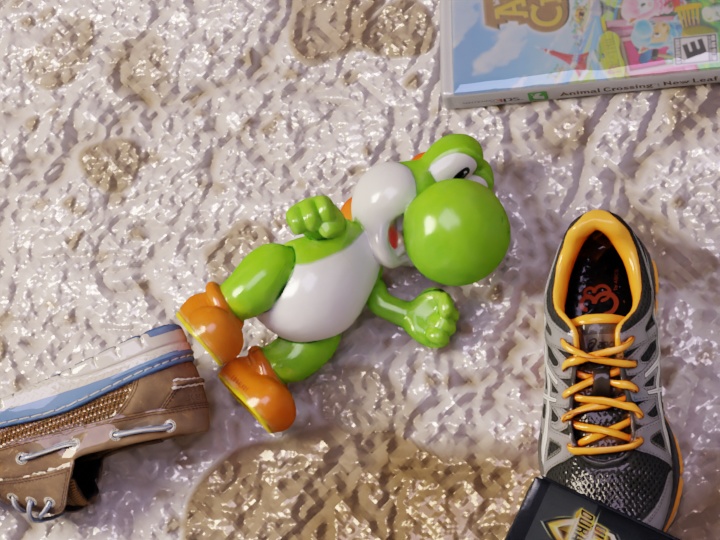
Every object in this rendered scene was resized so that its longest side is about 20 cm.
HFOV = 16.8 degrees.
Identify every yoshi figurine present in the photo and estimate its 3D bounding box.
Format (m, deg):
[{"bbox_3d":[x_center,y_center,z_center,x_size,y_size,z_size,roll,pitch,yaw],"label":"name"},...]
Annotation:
[{"bbox_3d":[0.004,0.002,1.369,0.200,0.112,0.112,-39,77,-9],"label":"yoshi figurine"}]

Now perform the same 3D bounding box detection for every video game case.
[{"bbox_3d":[0.137,-0.197,1.468,0.182,0.022,0.200,-5,66,11],"label":"video game case"}]

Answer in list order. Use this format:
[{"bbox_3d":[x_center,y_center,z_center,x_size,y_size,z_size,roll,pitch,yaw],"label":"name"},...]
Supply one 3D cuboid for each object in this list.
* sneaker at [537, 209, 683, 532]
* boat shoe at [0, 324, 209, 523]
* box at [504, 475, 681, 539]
[{"bbox_3d":[0.130,0.059,1.325,0.078,0.077,0.200,-7,67,7],"label":"sneaker"},{"bbox_3d":[-0.178,0.103,1.377,0.200,0.072,0.072,-27,81,13],"label":"boat shoe"},{"bbox_3d":[0.129,0.192,1.195,0.159,0.200,0.046,25,116,7],"label":"box"}]
